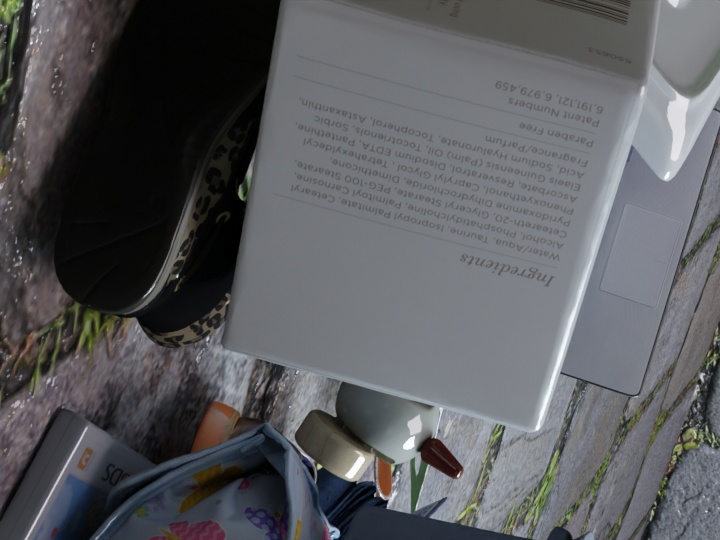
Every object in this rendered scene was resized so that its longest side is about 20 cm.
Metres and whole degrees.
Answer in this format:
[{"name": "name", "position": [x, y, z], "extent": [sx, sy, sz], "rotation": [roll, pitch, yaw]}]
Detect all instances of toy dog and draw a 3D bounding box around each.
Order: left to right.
[{"name": "toy dog", "position": [0.035, 0.091, 1.154], "extent": [0.132, 0.096, 0.200], "rotation": [-54, 173, 26]}]

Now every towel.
[{"name": "towel", "position": [-0.067, 0.203, 1.228], "extent": [0.111, 0.049, 0.200], "rotation": [-32, -175, 35]}]

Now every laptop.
[{"name": "laptop", "position": [0.110, -0.043, 1.065], "extent": [0.116, 0.198, 0.189], "rotation": [145, -37, -86]}]

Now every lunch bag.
[{"name": "lunch bag", "position": [-0.093, 0.197, 1.011], "extent": [0.200, 0.127, 0.170], "rotation": [-51, 157, -17]}]

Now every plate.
[{"name": "plate", "position": [0.178, -0.192, 1.088], "extent": [0.032, 0.200, 0.200], "rotation": [-15, -146, 54]}]

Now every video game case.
[{"name": "video game case", "position": [-0.176, 0.190, 1.013], "extent": [0.201, 0.022, 0.182], "rotation": [-62, 161, -10]}]

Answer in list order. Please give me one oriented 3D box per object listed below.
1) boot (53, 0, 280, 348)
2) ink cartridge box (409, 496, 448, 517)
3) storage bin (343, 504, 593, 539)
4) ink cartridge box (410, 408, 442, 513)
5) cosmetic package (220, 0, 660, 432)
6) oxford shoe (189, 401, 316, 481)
[{"name": "boot", "position": [-0.079, -0.061, 0.908], "extent": [0.154, 0.073, 0.205], "rotation": [64, 49, -75]}, {"name": "ink cartridge box", "position": [-0.046, 0.244, 1.229], "extent": [0.199, 0.047, 0.197], "rotation": [-25, -173, 35]}, {"name": "storage bin", "position": [0.036, 0.232, 0.989], "extent": [0.146, 0.133, 0.201], "rotation": [83, 28, -51]}, {"name": "ink cartridge box", "position": [0.043, 0.068, 1.348], "extent": [0.146, 0.048, 0.201], "rotation": [-87, -168, -67]}, {"name": "cosmetic package", "position": [0.041, -0.064, 0.876], "extent": [0.168, 0.165, 0.201], "rotation": [-72, 175, -55]}, {"name": "oxford shoe", "position": [-0.068, 0.143, 1.147], "extent": [0.200, 0.072, 0.072], "rotation": [92, 17, -72]}]
